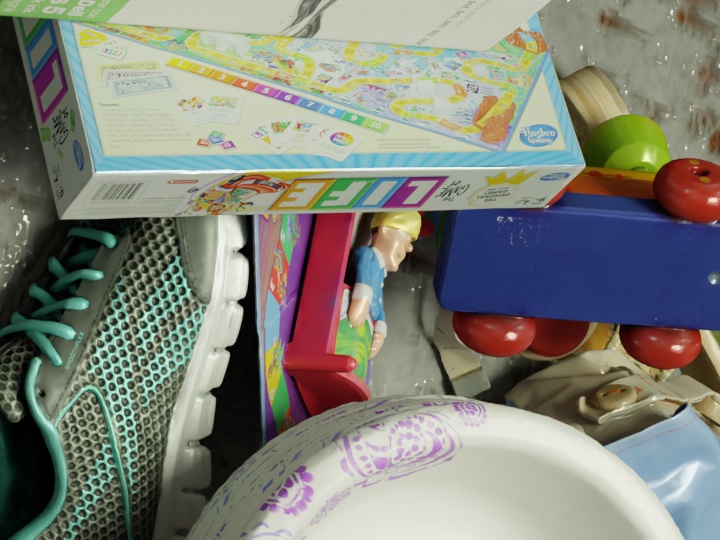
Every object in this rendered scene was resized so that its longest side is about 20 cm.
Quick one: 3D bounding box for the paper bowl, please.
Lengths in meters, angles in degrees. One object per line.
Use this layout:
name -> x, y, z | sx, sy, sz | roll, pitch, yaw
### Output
paper bowl -> 0.020, 0.145, 1.055 | 0.199, 0.104, 0.202 | -1, 93, -21

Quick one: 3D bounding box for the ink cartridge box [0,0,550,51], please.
ink cartridge box -> -0.031, -0.161, 1.000 | 0.199, 0.084, 0.147 | 3, 68, -29

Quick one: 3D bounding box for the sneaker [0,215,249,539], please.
sneaker -> -0.097, 0.030, 1.049 | 0.091, 0.077, 0.202 | 5, 89, -41

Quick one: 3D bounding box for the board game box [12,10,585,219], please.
board game box -> -0.026, -0.087, 1.043 | 0.199, 0.034, 0.135 | -1, 65, -30

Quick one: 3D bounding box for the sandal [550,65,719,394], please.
sandal -> 0.111, 0.016, 1.301 | 0.069, 0.078, 0.213 | -27, 113, -8

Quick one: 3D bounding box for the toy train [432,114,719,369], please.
toy train -> 0.124, -0.023, 1.194 | 0.198, 0.116, 0.085 | 4, 120, -11

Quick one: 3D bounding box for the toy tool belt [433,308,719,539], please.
toy tool belt -> 0.112, 0.094, 1.230 | 0.124, 0.123, 0.201 | -23, 120, -3

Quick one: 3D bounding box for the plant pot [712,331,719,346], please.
plant pot -> 0.260, 0.076, 1.373 | 0.200, 0.183, 0.202 | -12, 106, -47

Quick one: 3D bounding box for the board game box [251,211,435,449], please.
board game box -> 0.000, 0.000, 1.119 | 0.158, 0.039, 0.202 | -48, 138, -68
